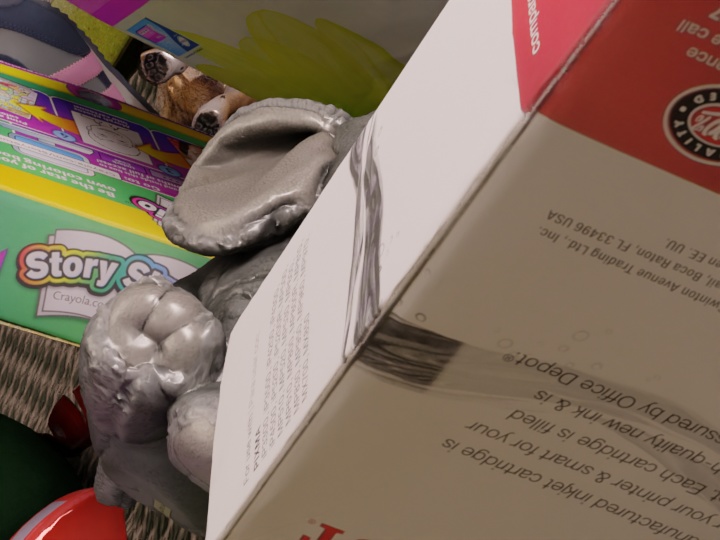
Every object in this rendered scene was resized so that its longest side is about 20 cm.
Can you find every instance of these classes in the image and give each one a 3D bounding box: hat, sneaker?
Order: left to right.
[{"bbox_3d":[-0.140,-0.058,1.064,0.070,0.200,0.083,-24,51,24],"label":"sneaker"},{"bbox_3d":[-0.146,0.127,1.212,0.200,0.174,0.167,66,-152,-60],"label":"hat"}]

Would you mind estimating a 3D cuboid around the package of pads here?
[{"bbox_3d":[-0.021,-0.119,0.873,0.200,0.154,0.069,-19,47,67],"label":"package of pads"}]

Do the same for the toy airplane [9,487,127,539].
[{"bbox_3d":[-0.151,0.208,0.955,0.201,0.140,0.200,-58,23,31],"label":"toy airplane"}]

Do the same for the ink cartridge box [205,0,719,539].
[{"bbox_3d":[0.070,0.003,0.535,0.200,0.146,0.083,-54,24,37],"label":"ink cartridge box"}]

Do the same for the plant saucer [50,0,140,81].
[{"bbox_3d":[-0.097,-0.178,1.203,0.200,0.048,0.200,-53,3,34],"label":"plant saucer"}]

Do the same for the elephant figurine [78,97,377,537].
[{"bbox_3d":[0.000,0.000,0.800,0.201,0.154,0.142,-56,-27,-19],"label":"elephant figurine"}]

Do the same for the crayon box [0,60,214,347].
[{"bbox_3d":[-0.110,-0.023,0.962,0.059,0.199,0.173,-65,23,16],"label":"crayon box"}]

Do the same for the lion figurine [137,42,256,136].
[{"bbox_3d":[-0.042,-0.134,1.105,0.200,0.072,0.123,-47,0,27],"label":"lion figurine"}]
